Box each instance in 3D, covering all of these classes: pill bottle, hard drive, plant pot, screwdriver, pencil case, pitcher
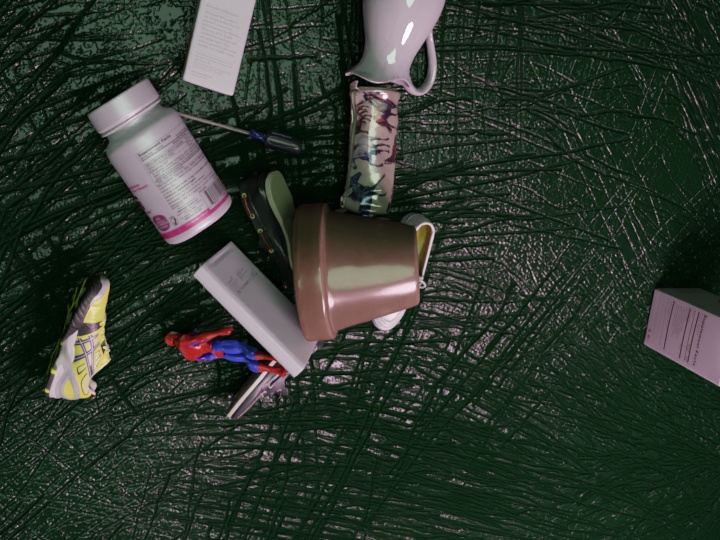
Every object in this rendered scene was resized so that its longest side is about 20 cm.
[{"bbox_3d":[-0.275,-0.150,0.905,0.112,0.113,0.202,-33,112,-6],"label":"pill bottle"},{"bbox_3d":[-0.146,0.052,0.967,0.026,0.132,0.200,-41,97,18],"label":"hard drive"},{"bbox_3d":[0.000,0.000,0.962,0.170,0.201,0.205,-2,107,4],"label":"plant pot"},{"bbox_3d":[-0.178,-0.210,0.968,0.196,0.028,0.030,17,69,-21],"label":"screwdriver"},{"bbox_3d":[0.013,-0.183,1.008,0.088,0.077,0.205,-8,109,-38],"label":"pencil case"},{"bbox_3d":[0.071,-0.368,0.965,0.170,0.120,0.204,0,111,-48],"label":"pitcher"}]

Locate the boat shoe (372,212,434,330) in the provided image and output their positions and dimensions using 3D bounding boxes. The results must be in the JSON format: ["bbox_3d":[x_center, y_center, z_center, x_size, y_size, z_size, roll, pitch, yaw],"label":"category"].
[{"bbox_3d":[0.076,0.011,1.079,0.073,0.086,0.206,19,98,-22],"label":"boat shoe"}]

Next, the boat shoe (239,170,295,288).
[{"bbox_3d":[-0.124,-0.055,1.012,0.062,0.074,0.205,-6,123,21],"label":"boat shoe"}]

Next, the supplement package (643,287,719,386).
[{"bbox_3d":[0.658,0.119,1.238,0.118,0.200,0.123,1,106,-18],"label":"supplement package"}]

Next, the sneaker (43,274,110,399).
[{"bbox_3d":[-0.400,0.098,0.964,0.075,0.076,0.203,17,110,-29],"label":"sneaker"}]

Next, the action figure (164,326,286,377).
[{"bbox_3d":[-0.208,0.119,1.007,0.195,0.053,0.066,7,146,7],"label":"action figure"}]

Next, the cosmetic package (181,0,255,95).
[{"bbox_3d":[-0.185,-0.347,0.885,0.070,0.101,0.204,13,100,-20],"label":"cosmetic package"}]

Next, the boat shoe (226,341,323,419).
[{"bbox_3d":[-0.134,0.171,1.064,0.066,0.074,0.200,41,81,-12],"label":"boat shoe"}]
